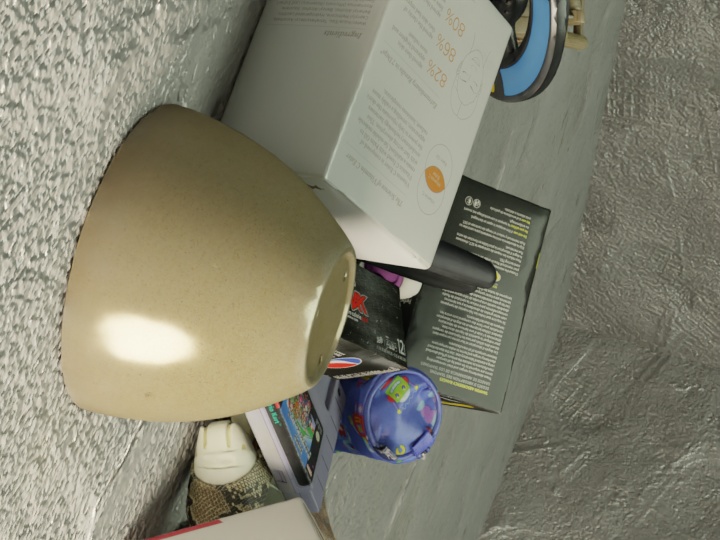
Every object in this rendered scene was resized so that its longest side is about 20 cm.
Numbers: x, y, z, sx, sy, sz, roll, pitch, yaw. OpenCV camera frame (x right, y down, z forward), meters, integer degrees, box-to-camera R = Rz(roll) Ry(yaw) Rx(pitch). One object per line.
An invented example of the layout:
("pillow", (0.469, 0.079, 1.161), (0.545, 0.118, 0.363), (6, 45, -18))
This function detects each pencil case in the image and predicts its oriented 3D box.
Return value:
("pencil case", (0.001, 0.127, 1.459), (0.078, 0.087, 0.200), (-33, -170, -23))

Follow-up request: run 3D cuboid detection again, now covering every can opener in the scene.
("can opener", (0.020, -0.023, 1.317), (0.063, 0.200, 0.079), (-8, -117, 69))

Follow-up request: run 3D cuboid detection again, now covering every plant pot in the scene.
("plant pot", (-0.080, 0.010, 1.036), (0.200, 0.134, 0.201), (16, 90, -77))

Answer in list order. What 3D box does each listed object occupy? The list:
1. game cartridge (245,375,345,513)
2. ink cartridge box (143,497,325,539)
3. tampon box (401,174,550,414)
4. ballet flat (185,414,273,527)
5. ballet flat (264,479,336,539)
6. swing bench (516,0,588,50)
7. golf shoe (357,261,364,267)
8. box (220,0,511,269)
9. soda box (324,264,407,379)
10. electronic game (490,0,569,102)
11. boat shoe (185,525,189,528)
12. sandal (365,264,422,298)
("game cartridge", (-0.057, 0.079, 1.290), (0.130, 0.038, 0.200), (-82, 160, -47))
("ink cartridge box", (-0.100, 0.280, 1.255), (0.200, 0.146, 0.083), (96, -27, -43))
("tampon box", (0.067, 0.019, 1.568), (0.150, 0.126, 0.200), (4, -103, 59))
("ballet flat", (-0.095, 0.127, 1.312), (0.200, 0.068, 0.075), (-66, 152, -51))
("ballet flat", (-0.065, 0.206, 1.484), (0.068, 0.067, 0.200), (-44, -160, 1))
("swing bench", (0.138, -0.307, 1.512), (0.200, 0.130, 0.199), (-13, 105, -76))
("golf shoe", (-0.024, 0.001, 1.427), (0.088, 0.077, 0.200), (-76, 178, -56))
("box", (0.003, -0.125, 1.179), (0.152, 0.106, 0.200), (39, 66, -51))
("soda box", (-0.034, 0.028, 1.221), (0.200, 0.063, 0.071), (30, 52, -63))
("electronic game", (0.102, -0.230, 1.316), (0.042, 0.200, 0.200), (-18, 138, -22))
("boat shoe", (-0.108, 0.249, 1.370), (0.200, 0.072, 0.076), (24, 82, -78))
("sandal", (0.000, -0.008, 1.480), (0.203, 0.050, 0.083), (160, -67, -67))
